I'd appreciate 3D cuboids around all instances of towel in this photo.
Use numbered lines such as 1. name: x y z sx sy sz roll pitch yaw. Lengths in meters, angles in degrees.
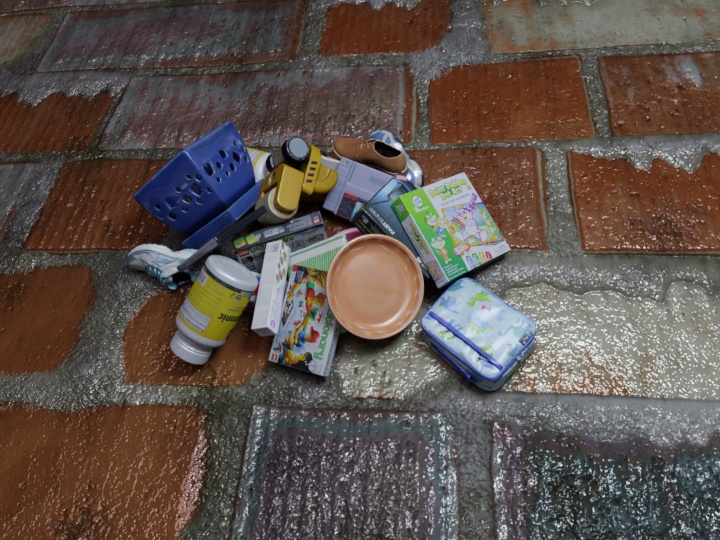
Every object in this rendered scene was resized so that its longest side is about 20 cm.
1. towel: -0.073 0.039 1.258 0.151 0.023 0.202 -19 72 17

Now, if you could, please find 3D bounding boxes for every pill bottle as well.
1. pill bottle: -0.257 -0.233 1.472 0.198 0.112 0.112 18 61 18
2. pill bottle: -0.297 0.081 1.222 0.111 0.111 0.201 38 103 28

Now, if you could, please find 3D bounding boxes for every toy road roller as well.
1. toy road roller: -0.135 -0.182 1.349 0.145 0.123 0.202 22 69 -26

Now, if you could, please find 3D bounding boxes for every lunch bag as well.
1. lunch bag: 0.225 0.122 1.188 0.161 0.083 0.200 -42 60 -15

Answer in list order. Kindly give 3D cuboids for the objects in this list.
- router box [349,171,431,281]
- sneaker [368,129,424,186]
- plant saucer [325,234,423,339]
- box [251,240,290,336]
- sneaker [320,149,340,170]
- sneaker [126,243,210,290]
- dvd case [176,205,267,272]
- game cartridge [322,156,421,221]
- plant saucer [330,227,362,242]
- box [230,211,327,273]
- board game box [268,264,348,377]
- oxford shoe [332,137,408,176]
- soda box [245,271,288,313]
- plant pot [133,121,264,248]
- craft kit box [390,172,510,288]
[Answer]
1. router box: 0.097 -0.087 1.282 0.200 0.062 0.150 45 55 -3
2. sneaker: 0.070 -0.262 1.464 0.077 0.076 0.200 -27 56 -15
3. plant saucer: 0.025 0.031 1.192 0.198 0.037 0.202 1 87 -18
4. box: -0.179 0.034 1.246 0.041 0.039 0.202 -12 56 25
5. sneaker: -0.069 -0.244 1.477 0.199 0.112 0.073 31 106 -5
6. sneaker: -0.434 -0.005 1.369 0.198 0.078 0.087 3 60 10
7. dvd case: -0.290 -0.064 1.278 0.018 0.199 0.143 54 49 -8
8. game cartridge: 0.024 -0.161 1.384 0.198 0.038 0.131 23 91 13
9. plant saucer: 0.000 0.000 1.317 0.198 0.051 0.202 -3 57 5
10. box: -0.170 -0.055 1.342 0.198 0.110 0.035 -18 58 -4
11. board game box: -0.099 0.097 1.224 0.125 0.035 0.202 11 83 23
12. oxford shoe: 0.020 -0.277 1.409 0.199 0.072 0.072 20 61 24
13. soda box: -0.250 0.042 1.317 0.198 0.064 0.069 13 61 17
14. plant pot: -0.338 -0.179 1.358 0.199 0.180 0.200 -29 16 32
15. craft kit box: 0.189 -0.088 1.268 0.199 0.049 0.199 -24 77 -35
